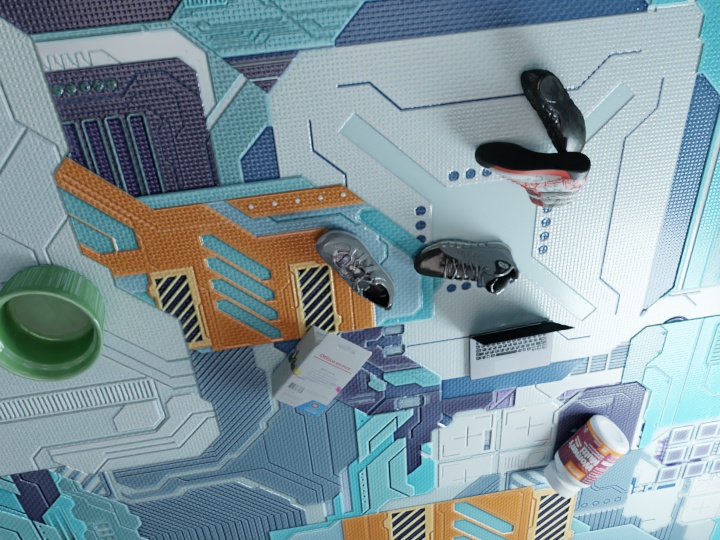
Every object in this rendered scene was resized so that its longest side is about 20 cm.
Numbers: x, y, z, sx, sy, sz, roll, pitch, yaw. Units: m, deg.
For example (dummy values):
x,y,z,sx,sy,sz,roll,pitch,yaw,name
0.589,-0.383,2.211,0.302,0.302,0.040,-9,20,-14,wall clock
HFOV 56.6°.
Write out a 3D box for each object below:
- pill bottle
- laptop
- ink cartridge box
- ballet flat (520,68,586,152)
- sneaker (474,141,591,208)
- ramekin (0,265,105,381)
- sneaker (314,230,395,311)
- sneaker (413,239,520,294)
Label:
x,y,z,sx,sy,sz,roll,pitch,yaw,name
0.545,0.456,1.630,0.109,0.110,0.201,24,117,-24,pill bottle
0.330,0.175,1.393,0.185,0.116,0.202,-10,125,-3,laptop
-0.081,0.192,1.357,0.114,0.068,0.200,29,115,-26,ink cartridge box
0.334,-0.267,1.139,0.066,0.057,0.200,-41,129,1,ballet flat
0.295,-0.162,1.183,0.199,0.068,0.108,6,145,3,sneaker
-0.550,0.089,1.181,0.197,0.098,0.202,-5,125,-7,ramekin
0.000,0.000,1.231,0.199,0.082,0.075,37,112,-29,sneaker
0.205,-0.001,1.248,0.197,0.116,0.076,-6,125,-7,sneaker
